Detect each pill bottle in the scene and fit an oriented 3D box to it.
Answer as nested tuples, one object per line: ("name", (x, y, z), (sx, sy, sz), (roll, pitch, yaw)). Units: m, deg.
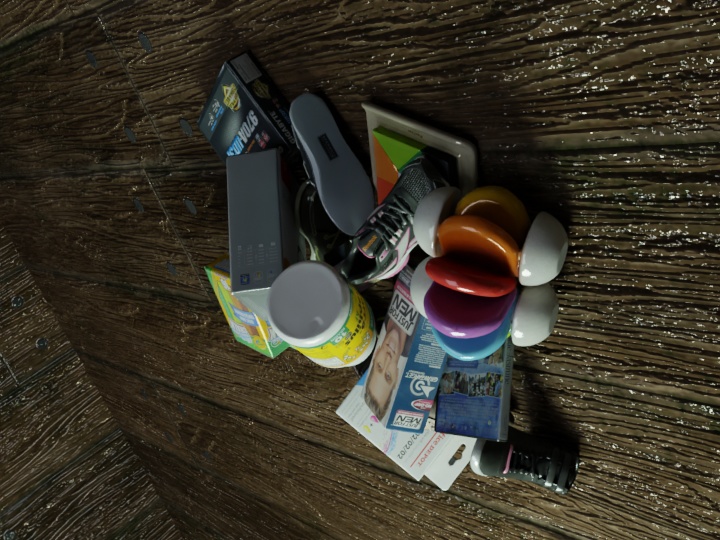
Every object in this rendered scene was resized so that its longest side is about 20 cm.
("pill bottle", (-0.043, 0.068, 1.335), (0.113, 0.113, 0.200), (41, 176, 24))

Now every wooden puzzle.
("wooden puzzle", (0.074, -0.101, 1.241), (0.184, 0.037, 0.202), (28, 142, 39))

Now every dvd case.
("dvd case", (0.145, 0.108, 1.249), (0.142, 0.017, 0.203), (-8, 76, 61))

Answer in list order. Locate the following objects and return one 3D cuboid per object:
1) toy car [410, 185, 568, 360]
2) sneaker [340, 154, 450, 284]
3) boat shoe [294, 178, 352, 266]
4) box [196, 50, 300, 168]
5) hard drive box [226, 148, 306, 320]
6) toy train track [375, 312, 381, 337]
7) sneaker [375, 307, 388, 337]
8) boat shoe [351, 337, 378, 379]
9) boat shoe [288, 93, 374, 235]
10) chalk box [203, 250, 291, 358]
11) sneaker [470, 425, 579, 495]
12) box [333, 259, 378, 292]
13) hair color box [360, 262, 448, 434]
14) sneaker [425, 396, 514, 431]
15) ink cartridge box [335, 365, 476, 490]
("toy car", (0.130, 0.013, 1.112), (0.173, 0.150, 0.202), (16, 126, 21))
("sneaker", (0.039, -0.047, 1.208), (0.080, 0.086, 0.201), (43, 132, 18))
("boat shoe", (-0.045, -0.049, 1.446), (0.060, 0.072, 0.203), (30, 150, 34))
("box", (-0.164, -0.210, 1.478), (0.160, 0.046, 0.200), (54, 151, 2))
("hard drive box", (-0.131, -0.047, 1.409), (0.156, 0.076, 0.202), (57, -153, -71))
("toy train track", (0.042, 0.092, 1.490), (0.200, 0.033, 0.115), (42, -169, 5))
("sneaker", (0.115, 0.116, 1.398), (0.199, 0.076, 0.076), (36, 178, 27))
("boat shoe", (0.043, 0.168, 1.547), (0.201, 0.071, 0.076), (55, -176, -2))
("boat shoe", (-0.043, -0.138, 1.337), (0.201, 0.073, 0.068), (60, 169, 3))
("chalk box", (-0.154, 0.057, 1.670), (0.124, 0.123, 0.202), (15, 133, 50))
("sneaker", (0.221, 0.246, 1.284), (0.098, 0.072, 0.199), (17, 179, 36))
("box", (0.000, 0.000, 1.379), (0.039, 0.042, 0.200), (33, 146, -18))
("hair color box", (0.068, 0.101, 1.307), (0.100, 0.060, 0.202), (-138, 62, -64))
("sneaker", (0.117, 0.196, 1.399), (0.198, 0.070, 0.076), (23, 103, 14))
("ink cartridge box", (0.078, 0.224, 1.461), (0.199, 0.116, 0.068), (38, -176, 9))
